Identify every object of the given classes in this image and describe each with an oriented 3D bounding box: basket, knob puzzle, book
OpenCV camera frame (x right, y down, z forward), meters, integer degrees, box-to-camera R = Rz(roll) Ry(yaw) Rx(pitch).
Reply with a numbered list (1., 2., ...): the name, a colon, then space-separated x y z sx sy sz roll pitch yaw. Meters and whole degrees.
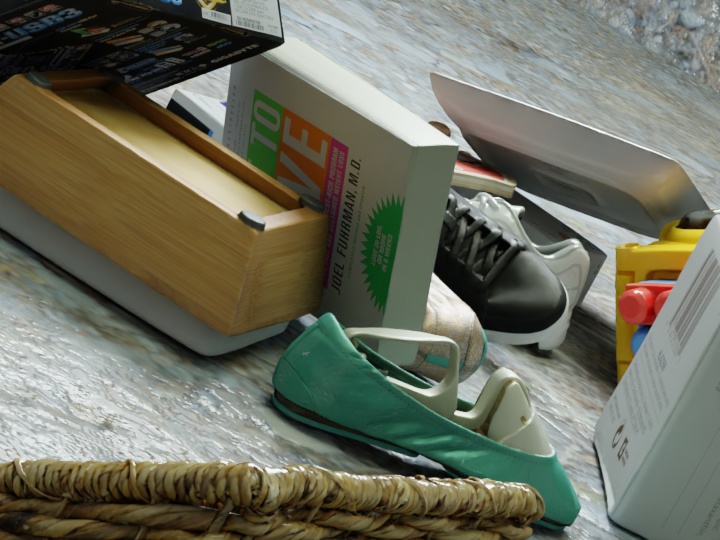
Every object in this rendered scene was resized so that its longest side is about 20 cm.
1. basket: -0.055 0.101 0.978 0.143 0.150 0.200 37 17 32
2. knob puzzle: 0.029 -0.098 1.919 0.218 0.031 0.220 19 7 -2
3. book: -0.017 -0.044 1.586 0.048 0.134 0.200 -2 22 -32

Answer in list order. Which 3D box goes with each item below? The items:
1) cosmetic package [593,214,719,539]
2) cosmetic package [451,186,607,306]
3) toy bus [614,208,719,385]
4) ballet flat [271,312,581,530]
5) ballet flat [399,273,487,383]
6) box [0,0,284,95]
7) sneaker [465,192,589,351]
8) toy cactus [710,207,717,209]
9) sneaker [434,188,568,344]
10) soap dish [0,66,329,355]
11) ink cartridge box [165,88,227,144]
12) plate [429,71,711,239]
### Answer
1. cosmetic package: 0.267 0.098 1.618 0.199 0.167 0.167 27 14 -5
2. cosmetic package: 0.085 -0.047 2.031 0.200 0.051 0.082 36 16 28
3. toy bus: 0.265 0.029 1.837 0.199 0.137 0.192 2 4 31
4. ballet flat: 0.049 0.077 1.453 0.199 0.071 0.067 24 14 -21
5. ballet flat: 0.000 0.000 1.653 0.067 0.068 0.200 6 24 -43
6. box: -0.180 -0.139 1.570 0.198 0.199 0.050 11 67 -54
7. sneaker: 0.063 -0.023 1.835 0.199 0.081 0.075 26 15 -7
8. toy cactus: 0.366 -0.027 2.484 0.165 0.103 0.199 26 18 34
9. sneaker: 0.046 -0.030 1.734 0.199 0.073 0.112 30 -22 11
10. soap dish: -0.119 -0.039 1.509 0.199 0.082 0.157 33 14 12
11. ink cartridge box: -0.045 -0.075 1.892 0.099 0.039 0.199 38 17 35
12. plate: 0.155 -0.074 1.971 0.199 0.032 0.200 22 -7 21
